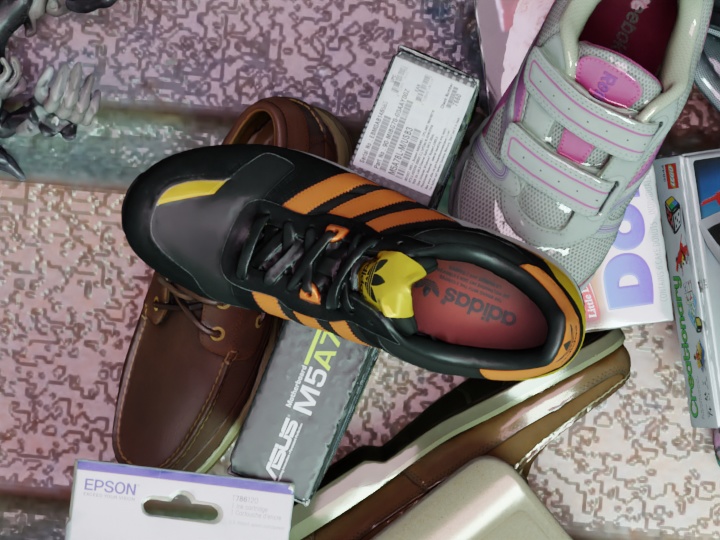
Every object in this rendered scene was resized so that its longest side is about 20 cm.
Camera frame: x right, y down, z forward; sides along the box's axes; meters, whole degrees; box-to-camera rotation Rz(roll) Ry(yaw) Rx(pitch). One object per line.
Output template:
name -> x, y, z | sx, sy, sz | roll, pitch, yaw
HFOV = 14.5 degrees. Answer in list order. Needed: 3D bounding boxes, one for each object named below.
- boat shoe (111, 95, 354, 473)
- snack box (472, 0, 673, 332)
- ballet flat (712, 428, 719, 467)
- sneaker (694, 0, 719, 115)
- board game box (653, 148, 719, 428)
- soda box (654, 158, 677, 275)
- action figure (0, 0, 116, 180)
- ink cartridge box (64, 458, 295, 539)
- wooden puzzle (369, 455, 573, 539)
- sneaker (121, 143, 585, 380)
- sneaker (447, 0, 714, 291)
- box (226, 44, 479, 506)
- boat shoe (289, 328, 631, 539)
boat shoe -> -0.072, 0.008, 1.351 | 0.072, 0.068, 0.201 | 25, 91, 25
snack box -> 0.095, -0.072, 1.301 | 0.072, 0.024, 0.201 | -8, 91, 0
ballet flat -> 0.267, 0.103, 1.346 | 0.199, 0.071, 0.069 | 27, 60, 1
sneaker -> 0.227, -0.111, 1.323 | 0.199, 0.076, 0.114 | 14, 60, 7
board game box -> 0.240, -0.004, 1.330 | 0.199, 0.035, 0.127 | -8, 91, -20
soda box -> 0.100, -0.090, 1.349 | 0.063, 0.071, 0.201 | -11, 91, 3
action figure -> -0.168, -0.119, 1.345 | 0.119, 0.102, 0.200 | 40, 91, -11
ink cartridge box -> -0.085, 0.185, 1.204 | 0.099, 0.039, 0.201 | 7, 83, 2
wooden puzzle -> 0.050, 0.210, 1.340 | 0.185, 0.046, 0.200 | -39, 105, 3
sneaker -> -0.002, -0.005, 1.154 | 0.199, 0.090, 0.070 | 17, 92, 0
sneaker -> 0.096, -0.069, 1.244 | 0.081, 0.088, 0.201 | 22, 91, 0
box -> 0.000, 0.000, 1.296 | 0.047, 0.193, 0.201 | 22, 93, -1
boat shoe -> 0.051, 0.097, 1.362 | 0.200, 0.072, 0.068 | -31, 95, 12
